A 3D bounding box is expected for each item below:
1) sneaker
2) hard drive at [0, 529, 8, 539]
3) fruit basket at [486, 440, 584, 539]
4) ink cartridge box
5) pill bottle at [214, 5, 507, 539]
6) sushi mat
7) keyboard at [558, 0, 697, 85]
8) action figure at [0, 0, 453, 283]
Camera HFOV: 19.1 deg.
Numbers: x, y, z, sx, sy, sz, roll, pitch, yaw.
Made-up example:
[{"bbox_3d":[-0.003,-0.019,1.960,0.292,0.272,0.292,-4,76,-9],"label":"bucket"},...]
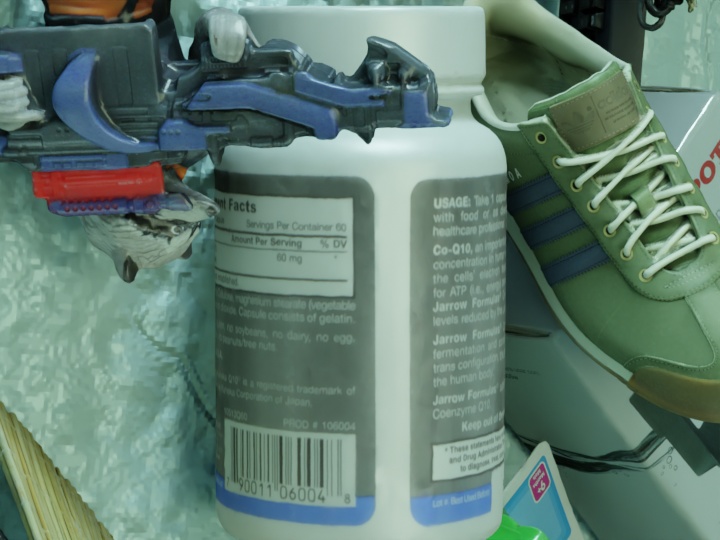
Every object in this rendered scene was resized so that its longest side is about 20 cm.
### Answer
[{"bbox_3d":[0.091,-0.035,0.829,0.067,0.201,0.090,-27,142,-14],"label":"sneaker"},{"bbox_3d":[-0.173,0.175,0.691,0.200,0.038,0.140,-39,100,-10],"label":"hard drive"},{"bbox_3d":[0.056,0.203,0.899,0.185,0.093,0.201,-41,121,-28],"label":"fruit basket"},{"bbox_3d":[0.141,0.037,0.955,0.200,0.083,0.147,50,64,-30],"label":"ink cartridge box"},{"bbox_3d":[0.000,0.000,0.819,0.113,0.113,0.202,-4,97,-38],"label":"pill bottle"},{"bbox_3d":[-0.088,0.111,0.716,0.012,0.200,0.096,-36,117,-3],"label":"sushi mat"},{"bbox_3d":[0.109,-0.161,0.886,0.020,0.127,0.202,3,92,-19],"label":"keyboard"},{"bbox_3d":[-0.060,-0.093,0.756,0.105,0.198,0.196,-53,149,-78],"label":"action figure"}]
